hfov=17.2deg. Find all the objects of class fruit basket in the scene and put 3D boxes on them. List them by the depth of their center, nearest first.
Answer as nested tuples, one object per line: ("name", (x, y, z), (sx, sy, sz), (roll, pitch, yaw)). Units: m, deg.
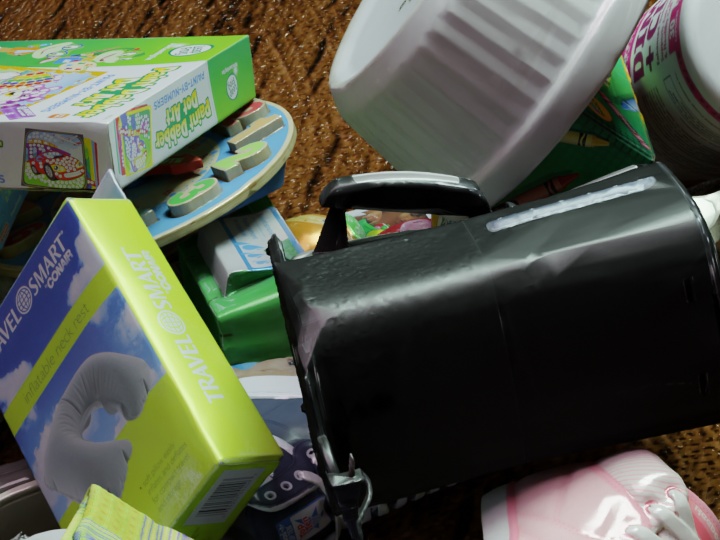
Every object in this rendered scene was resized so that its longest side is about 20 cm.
("fruit basket", (0.000, 0.000, 1.363), (0.200, 0.094, 0.185), (-20, 29, -8))

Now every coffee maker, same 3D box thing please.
("coffee maker", (0.070, 0.042, 1.112), (0.200, 0.135, 0.192), (-14, 47, -3))

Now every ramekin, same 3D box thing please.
("ramekin", (0.065, -0.132, 1.223), (0.202, 0.094, 0.202), (-54, 13, 18))

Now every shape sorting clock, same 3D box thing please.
("shape sorting clock", (-0.132, -0.052, 1.396), (0.200, 0.039, 0.200), (-15, 22, 6))

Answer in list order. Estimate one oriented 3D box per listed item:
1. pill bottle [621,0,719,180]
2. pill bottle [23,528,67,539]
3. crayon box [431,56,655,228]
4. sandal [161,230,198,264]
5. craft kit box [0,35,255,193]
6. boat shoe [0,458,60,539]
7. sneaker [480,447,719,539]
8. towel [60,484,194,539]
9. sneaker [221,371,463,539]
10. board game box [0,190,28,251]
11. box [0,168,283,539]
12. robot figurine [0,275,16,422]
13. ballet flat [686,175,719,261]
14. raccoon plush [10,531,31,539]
("pill bottle", (0.208, -0.112, 1.332), (0.113, 0.113, 0.200), (-26, -3, -11))
("pill bottle", (-0.098, 0.195, 1.060), (0.116, 0.116, 0.200), (-31, 31, -19))
("crayon box", (0.093, -0.063, 1.298), (0.119, 0.058, 0.200), (-54, 14, 19))
("sandal", (-0.117, -0.035, 1.471), (0.080, 0.054, 0.200), (-39, -4, 37))
("craft kit box", (-0.187, -0.091, 1.366), (0.197, 0.049, 0.200), (3, 20, 19))
("boat shoe", (-0.211, 0.134, 1.279), (0.200, 0.067, 0.057), (-24, 45, -2))
("sneaker", (0.114, 0.143, 1.062), (0.105, 0.075, 0.200), (-20, 24, 9))
("towel", (-0.036, 0.150, 1.036), (0.200, 0.023, 0.144), (24, 4, -3))
("sneaker", (0.007, 0.102, 1.207), (0.200, 0.070, 0.109), (-5, 37, 19))
("board game box", (-0.291, 0.026, 1.348), (0.151, 0.037, 0.200), (4, 59, 28))
("box", (-0.126, 0.058, 1.208), (0.048, 0.122, 0.200), (1, 45, -44))
("robot figurine", (-0.282, 0.048, 1.427), (0.200, 0.113, 0.170), (-5, 66, 22))
("ballet flat", (0.196, -0.022, 1.267), (0.200, 0.072, 0.072), (-22, 26, -31))
("raccoon plush", (-0.206, 0.218, 1.160), (0.134, 0.097, 0.200), (-11, 57, -11))
